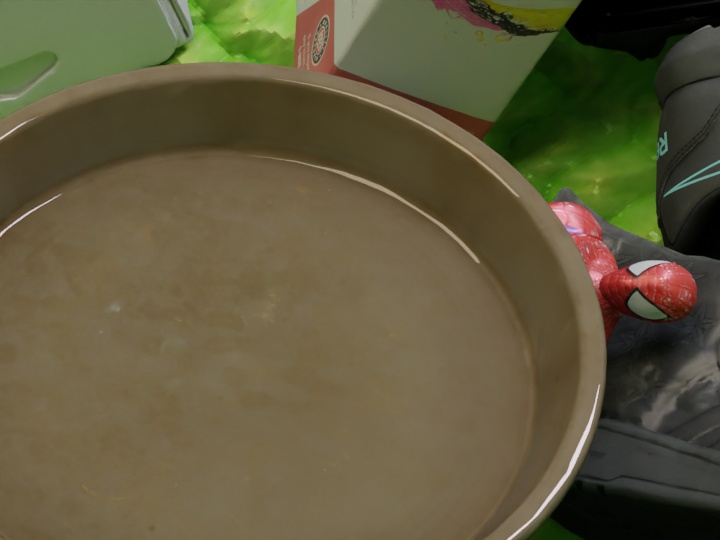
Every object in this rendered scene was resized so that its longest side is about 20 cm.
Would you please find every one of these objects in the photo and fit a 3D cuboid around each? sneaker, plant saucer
[{"bbox_3d":[0.124,0.040,0.912,0.199,0.060,0.105,12,61,37],"label":"sneaker"},{"bbox_3d":[-0.080,0.132,0.813,0.198,0.048,0.201,19,96,11],"label":"plant saucer"},{"bbox_3d":[0.184,-0.037,0.956,0.199,0.075,0.080,-4,58,34],"label":"sneaker"},{"bbox_3d":[-0.033,0.022,0.805,0.198,0.030,0.201,3,49,-3],"label":"plant saucer"}]

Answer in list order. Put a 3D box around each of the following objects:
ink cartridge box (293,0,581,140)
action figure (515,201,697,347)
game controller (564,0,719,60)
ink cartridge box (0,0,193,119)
[{"bbox_3d":[0.047,-0.139,1.021,0.067,0.200,0.117,18,46,-18],"label":"ink cartridge box"},{"bbox_3d":[0.000,0.000,0.906,0.198,0.099,0.066,1,77,15],"label":"action figure"},{"bbox_3d":[0.135,-0.148,1.065,0.104,0.042,0.201,-14,36,30],"label":"game controller"},{"bbox_3d":[-0.160,-0.155,1.204,0.144,0.084,0.201,-21,45,6],"label":"ink cartridge box"}]
